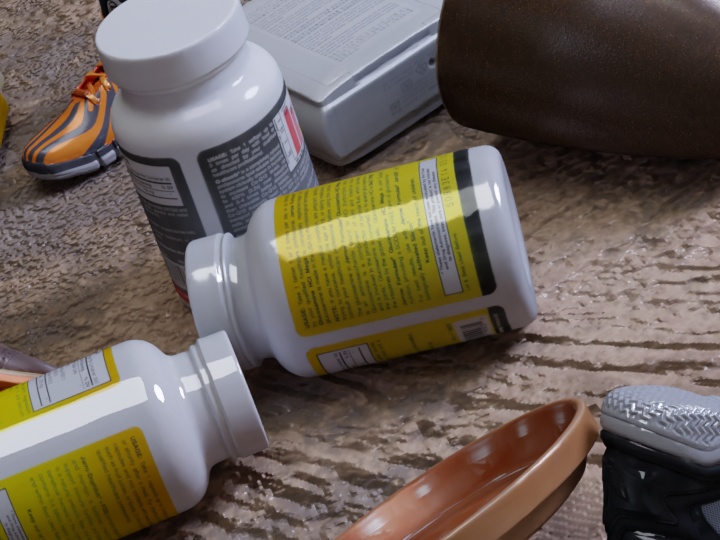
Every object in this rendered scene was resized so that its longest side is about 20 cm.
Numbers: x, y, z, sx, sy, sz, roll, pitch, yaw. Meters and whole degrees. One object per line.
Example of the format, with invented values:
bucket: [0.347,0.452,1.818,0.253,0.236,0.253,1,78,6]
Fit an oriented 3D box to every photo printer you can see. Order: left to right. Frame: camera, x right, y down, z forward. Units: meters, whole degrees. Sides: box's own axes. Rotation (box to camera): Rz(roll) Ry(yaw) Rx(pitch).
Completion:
photo printer: [-0.021,-0.165,1.412,0.166,0.070,0.200,-35,37,-22]

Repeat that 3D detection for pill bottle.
pill bottle: [-0.157,0.106,1.075,0.199,0.105,0.104,-22,35,-5]
pill bottle: [-0.094,-0.078,1.211,0.115,0.201,0.116,-12,35,9]
pill bottle: [0.000,0.000,1.138,0.198,0.113,0.113,-13,35,7]

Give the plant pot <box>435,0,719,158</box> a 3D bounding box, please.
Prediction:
plant pot: [0.183,-0.151,1.227,0.199,0.188,0.187,23,51,28]

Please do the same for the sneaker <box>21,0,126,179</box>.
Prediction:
sneaker: [-0.194,-0.160,1.449,0.077,0.113,0.200,20,50,43]

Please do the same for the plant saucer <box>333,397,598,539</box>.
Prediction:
plant saucer: [0.036,0.133,0.934,0.200,0.032,0.200,-35,3,2]

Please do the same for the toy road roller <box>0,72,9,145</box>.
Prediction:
toy road roller: [-0.371,-0.113,1.466,0.145,0.123,0.201,-21,34,16]

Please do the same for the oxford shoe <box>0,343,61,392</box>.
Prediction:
oxford shoe: [-0.235,0.054,1.118,0.071,0.200,0.073,-33,65,19]

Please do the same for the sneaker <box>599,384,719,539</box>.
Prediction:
sneaker: [0.199,0.127,0.908,0.198,0.115,0.075,13,4,-13]
